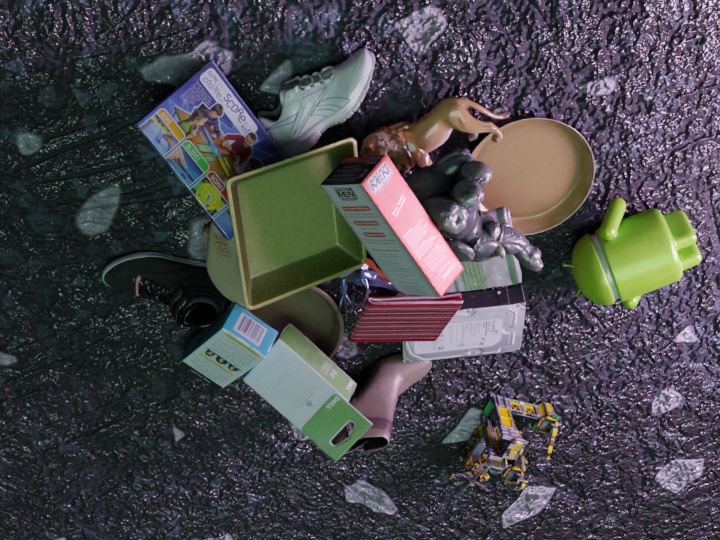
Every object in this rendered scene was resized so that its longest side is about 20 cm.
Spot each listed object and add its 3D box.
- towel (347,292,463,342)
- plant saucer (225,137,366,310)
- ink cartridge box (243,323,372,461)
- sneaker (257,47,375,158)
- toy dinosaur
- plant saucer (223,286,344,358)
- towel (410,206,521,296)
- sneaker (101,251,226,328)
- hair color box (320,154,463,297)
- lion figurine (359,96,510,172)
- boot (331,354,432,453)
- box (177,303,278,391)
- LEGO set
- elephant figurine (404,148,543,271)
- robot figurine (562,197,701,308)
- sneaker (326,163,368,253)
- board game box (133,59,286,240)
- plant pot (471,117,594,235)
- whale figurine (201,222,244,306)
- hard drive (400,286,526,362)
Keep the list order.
[{"bbox_3d":[0.062,0.070,1.635,0.142,0.023,0.200,-1,161,-9],"label":"towel"},{"bbox_3d":[-0.092,-0.071,1.527,0.198,0.048,0.202,-21,123,-25],"label":"plant saucer"},{"bbox_3d":[-0.076,0.193,1.758,0.200,0.059,0.104,42,116,-3],"label":"ink cartridge box"},{"bbox_3d":[-0.060,-0.233,1.516,0.087,0.075,0.200,39,114,-24],"label":"sneaker"},{"bbox_3d":[0.000,0.000,1.673,0.179,0.105,0.203,2,112,-26],"label":"toy dinosaur"},{"bbox_3d":[-0.124,0.088,1.776,0.197,0.030,0.202,-3,128,-4],"label":"plant saucer"},{"bbox_3d":[0.140,-0.028,1.700,0.197,0.031,0.150,-7,130,13],"label":"towel"},{"bbox_3d":[-0.292,0.032,1.672,0.197,0.100,0.071,5,129,-8],"label":"sneaker"},{"bbox_3d":[0.043,-0.058,1.493,0.061,0.101,0.201,-48,118,-23],"label":"hair color box"},{"bbox_3d":[0.102,-0.194,1.564,0.199,0.073,0.122,-39,124,14],"label":"lion figurine"},{"bbox_3d":[0.032,0.224,1.818,0.198,0.147,0.071,-23,127,12],"label":"boot"},{"bbox_3d":[-0.206,0.121,1.713,0.082,0.050,0.200,35,148,-13],"label":"box"},{"bbox_3d":[0.260,0.318,1.930,0.152,0.117,0.201,23,122,-21],"label":"LEGO set"},{"bbox_3d":[0.144,-0.059,1.567,0.141,0.155,0.201,-40,138,-9],"label":"elephant figurine"},{"bbox_3d":[0.410,-0.020,1.692,0.198,0.117,0.176,-21,131,11],"label":"robot figurine"},{"bbox_3d":[0.002,-0.087,1.600,0.198,0.075,0.108,23,89,-20],"label":"sneaker"},{"bbox_3d":[-0.192,-0.162,1.510,0.135,0.034,0.201,-40,108,-10],"label":"board game box"},{"bbox_3d":[0.245,-0.141,1.641,0.197,0.028,0.202,-2,126,-3],"label":"plant pot"},{"bbox_3d":[-0.165,-0.048,1.627,0.158,0.103,0.203,13,123,41],"label":"whale figurine"},{"bbox_3d":[0.161,0.089,1.777,0.197,0.038,0.141,-6,144,-2],"label":"hard drive"}]
